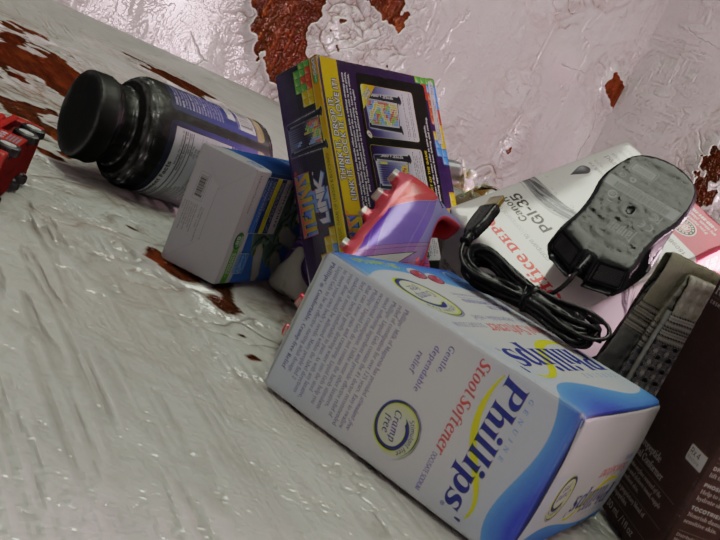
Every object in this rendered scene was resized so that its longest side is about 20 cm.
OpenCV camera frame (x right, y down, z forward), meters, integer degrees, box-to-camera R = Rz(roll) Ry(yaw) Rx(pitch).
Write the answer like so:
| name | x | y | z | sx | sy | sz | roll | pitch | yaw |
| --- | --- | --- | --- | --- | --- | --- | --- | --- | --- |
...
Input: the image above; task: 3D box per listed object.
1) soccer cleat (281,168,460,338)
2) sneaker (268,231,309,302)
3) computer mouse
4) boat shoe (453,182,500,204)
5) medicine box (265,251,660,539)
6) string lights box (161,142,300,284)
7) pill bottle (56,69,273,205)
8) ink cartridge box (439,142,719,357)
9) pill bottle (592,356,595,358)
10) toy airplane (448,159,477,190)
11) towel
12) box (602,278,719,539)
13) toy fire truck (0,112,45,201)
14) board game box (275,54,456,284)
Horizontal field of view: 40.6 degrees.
| name | x | y | z | sx | sy | sz | roll | pitch | yaw |
| --- | --- | --- | --- | --- | --- | --- | --- | --- | --- |
| soccer cleat | 0.011 | 0.004 | 0.746 | 0.076 | 0.067 | 0.200 | 36 | 53 | -4 |
| sneaker | 0.000 | 0.000 | 0.921 | 0.080 | 0.084 | 0.200 | 32 | 11 | 28 |
| computer mouse | 0.165 | -0.028 | 0.761 | 0.140 | 0.200 | 0.046 | 29 | -32 | 21 |
| boat shoe | 0.137 | -0.064 | 1.102 | 0.199 | 0.069 | 0.075 | 31 | 40 | 22 |
| medicine box | 0.074 | 0.082 | 0.659 | 0.199 | 0.103 | 0.182 | 32 | 12 | 28 |
| string lights box | -0.089 | -0.048 | 0.878 | 0.059 | 0.103 | 0.200 | 26 | 10 | 18 |
| pill bottle | -0.194 | -0.127 | 0.977 | 0.199 | 0.112 | 0.112 | 17 | 14 | -42 |
| ink cartridge box | 0.189 | -0.011 | 0.831 | 0.199 | 0.083 | 0.147 | -21 | 53 | -22 |
| pill bottle | 0.198 | 0.082 | 0.889 | 0.199 | 0.112 | 0.112 | 31 | 12 | 25 |
| toy airplane | 0.097 | -0.078 | 1.298 | 0.199 | 0.142 | 0.199 | 43 | -25 | -26 |
| towel | 0.271 | 0.108 | 0.769 | 0.199 | 0.193 | 0.035 | 27 | 19 | -7 |
| box | 0.254 | 0.114 | 0.676 | 0.075 | 0.201 | 0.100 | 24 | 11 | -11 |
| toy fire truck | -0.328 | -0.115 | 0.768 | 0.140 | 0.049 | 0.200 | 24 | 12 | -12 |
| board game box | 0.014 | -0.077 | 0.867 | 0.056 | 0.202 | 0.165 | -16 | -10 | 42 |
